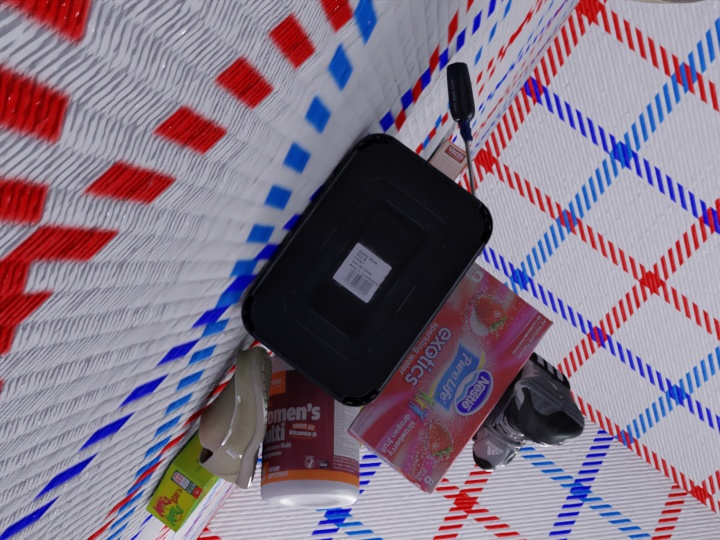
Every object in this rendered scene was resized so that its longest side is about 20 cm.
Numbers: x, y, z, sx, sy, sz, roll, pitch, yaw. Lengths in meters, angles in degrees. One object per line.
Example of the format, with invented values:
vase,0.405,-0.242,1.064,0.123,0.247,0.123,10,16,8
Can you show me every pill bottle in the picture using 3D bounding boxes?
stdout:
pill bottle,-0.054,0.156,1.231,0.110,0.108,0.202,119,-27,-66

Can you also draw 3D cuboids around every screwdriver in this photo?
screwdriver,0.116,-0.117,1.151,0.029,0.202,0.028,-12,177,15

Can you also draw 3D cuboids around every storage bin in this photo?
storage bin,0.006,0.002,0.941,0.201,0.135,0.094,-54,177,-5

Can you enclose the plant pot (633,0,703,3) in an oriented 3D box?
plant pot,0.270,-0.343,1.088,0.188,0.187,0.200,-54,-169,-2

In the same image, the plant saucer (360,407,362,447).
plant saucer,-0.033,0.129,1.543,0.201,0.200,0.048,-53,143,0

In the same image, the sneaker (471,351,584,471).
sneaker,0.152,0.156,1.063,0.116,0.075,0.200,-52,177,13

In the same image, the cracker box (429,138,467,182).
cracker box,0.100,-0.110,1.840,0.201,0.057,0.134,-54,177,-7

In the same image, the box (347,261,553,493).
box,0.084,0.105,1.071,0.200,0.102,0.095,-52,176,-9

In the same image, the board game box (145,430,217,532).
board game box,-0.168,0.206,1.319,0.102,0.047,0.200,-58,176,40

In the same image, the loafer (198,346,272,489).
loafer,-0.132,0.156,1.150,0.076,0.068,0.201,-88,-171,-49
